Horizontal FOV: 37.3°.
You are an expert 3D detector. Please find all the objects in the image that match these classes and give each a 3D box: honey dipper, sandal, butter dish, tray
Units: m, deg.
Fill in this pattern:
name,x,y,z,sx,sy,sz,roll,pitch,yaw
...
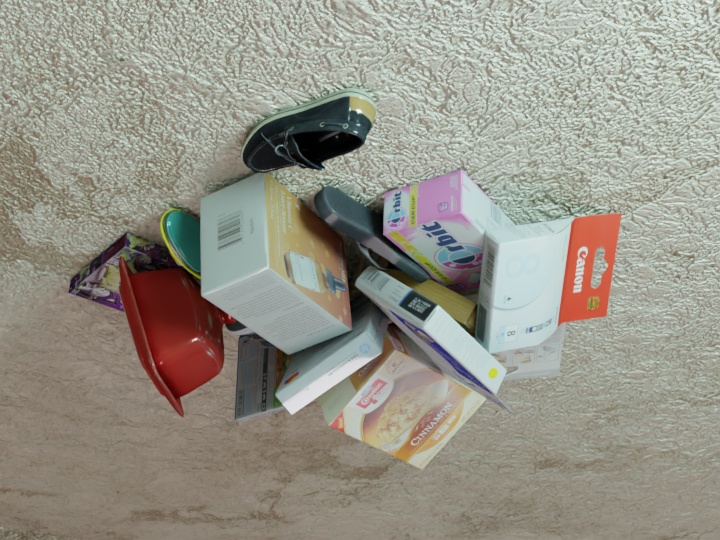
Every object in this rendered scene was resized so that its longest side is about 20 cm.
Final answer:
name,x,y,z,sx,sy,sz,roll,pitch,yaw
honey dipper,0.000,0.000,1.537,0.038,0.038,0.200,8,148,-7
sandal,0.013,-0.045,1.407,0.200,0.076,0.043,34,121,-27
butter dish,-0.251,0.080,1.547,0.147,0.200,0.200,-20,152,-7
tray,0.109,0.044,1.481,0.200,0.037,0.099,30,176,46

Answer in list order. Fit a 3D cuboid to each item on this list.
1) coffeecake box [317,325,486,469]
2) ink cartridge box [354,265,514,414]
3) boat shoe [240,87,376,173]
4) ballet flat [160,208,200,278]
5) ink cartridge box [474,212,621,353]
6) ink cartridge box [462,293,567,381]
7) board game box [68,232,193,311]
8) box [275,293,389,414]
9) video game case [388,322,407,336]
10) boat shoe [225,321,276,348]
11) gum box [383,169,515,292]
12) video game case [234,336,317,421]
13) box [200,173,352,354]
name,x,y,z,sx,sy,sz,roll,pitch,yaw
coffeecake box,0.060,0.188,1.575,0.200,0.073,0.154,30,107,-34
ink cartridge box,0.106,0.089,1.412,0.200,0.047,0.198,41,174,-30
boat shoe,-0.066,-0.149,1.237,0.200,0.062,0.075,-17,147,37
ballet flat,-0.220,-0.013,1.496,0.067,0.067,0.200,-4,145,45
ink cartridge box,0.250,0.016,1.373,0.199,0.047,0.161,-8,119,-17
ink cartridge box,0.208,0.102,1.618,0.199,0.045,0.177,-6,140,-1
board game box,-0.345,0.010,1.608,0.120,0.032,0.200,18,149,-32
box,-0.033,0.104,1.485,0.156,0.200,0.041,-36,100,14
video game case,0.130,0.113,1.662,0.199,0.017,0.143,-17,134,9
boat shoe,-0.103,0.068,1.600,0.200,0.071,0.091,-11,153,37
gum box,0.130,-0.044,1.399,0.113,0.066,0.200,-15,147,30
video game case,-0.123,0.148,1.665,0.200,0.144,0.018,-21,148,39
box,-0.110,-0.006,1.398,0.106,0.153,0.200,-22,145,23
